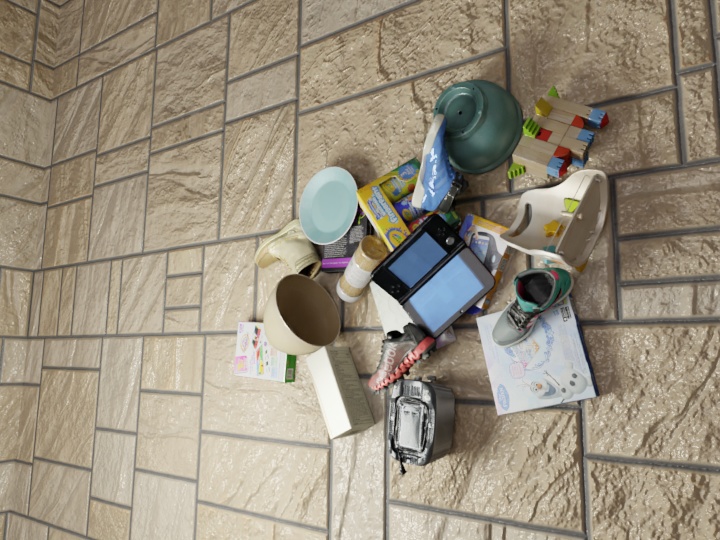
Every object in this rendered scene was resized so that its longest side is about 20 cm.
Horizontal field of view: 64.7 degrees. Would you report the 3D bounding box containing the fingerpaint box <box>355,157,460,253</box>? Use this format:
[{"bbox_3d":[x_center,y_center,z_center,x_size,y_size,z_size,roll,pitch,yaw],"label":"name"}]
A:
[{"bbox_3d":[0.108,-0.133,1.294,0.165,0.074,0.202,-29,63,-3],"label":"fingerpaint box"}]

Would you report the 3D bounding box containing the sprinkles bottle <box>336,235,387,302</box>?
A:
[{"bbox_3d":[0.000,0.000,1.336,0.069,0.067,0.201,67,152,23],"label":"sprinkles bottle"}]

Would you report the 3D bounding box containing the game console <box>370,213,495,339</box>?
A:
[{"bbox_3d":[0.150,0.017,1.197,0.200,0.172,0.119,-43,37,12],"label":"game console"}]

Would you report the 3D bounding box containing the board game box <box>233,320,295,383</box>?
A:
[{"bbox_3d":[-0.262,0.220,1.562,0.197,0.040,0.157,0,82,35],"label":"board game box"}]

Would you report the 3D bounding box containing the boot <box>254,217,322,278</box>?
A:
[{"bbox_3d":[-0.197,-0.025,1.536,0.198,0.072,0.158,-35,62,20],"label":"boot"}]

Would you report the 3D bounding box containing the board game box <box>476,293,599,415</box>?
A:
[{"bbox_3d":[0.348,0.168,1.134,0.196,0.043,0.205,-19,72,30],"label":"board game box"}]

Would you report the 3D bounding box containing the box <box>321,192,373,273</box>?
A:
[{"bbox_3d":[-0.031,-0.097,1.453,0.141,0.036,0.205,-2,82,36],"label":"box"}]

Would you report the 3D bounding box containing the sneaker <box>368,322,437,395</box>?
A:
[{"bbox_3d":[0.075,0.188,1.237,0.098,0.070,0.201,50,121,13],"label":"sneaker"}]

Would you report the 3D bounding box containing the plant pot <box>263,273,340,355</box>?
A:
[{"bbox_3d":[-0.166,0.130,1.423,0.134,0.198,0.203,-39,62,34],"label":"plant pot"}]

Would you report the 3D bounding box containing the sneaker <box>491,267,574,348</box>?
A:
[{"bbox_3d":[0.311,0.068,1.077,0.201,0.120,0.084,-49,57,17],"label":"sneaker"}]

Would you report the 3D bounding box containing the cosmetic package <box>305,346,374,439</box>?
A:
[{"bbox_3d":[-0.049,0.290,1.362,0.073,0.103,0.203,-33,64,26],"label":"cosmetic package"}]

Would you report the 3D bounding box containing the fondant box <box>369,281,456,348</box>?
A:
[{"bbox_3d":[0.117,0.092,1.303,0.143,0.058,0.204,-29,68,28],"label":"fondant box"}]

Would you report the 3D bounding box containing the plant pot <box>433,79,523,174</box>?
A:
[{"bbox_3d":[0.238,-0.327,1.237,0.197,0.133,0.205,-6,79,34],"label":"plant pot"}]

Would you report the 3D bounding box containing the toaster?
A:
[{"bbox_3d":[0.133,0.327,1.209,0.112,0.128,0.205,-1,82,35],"label":"toaster"}]

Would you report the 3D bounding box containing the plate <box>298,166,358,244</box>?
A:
[{"bbox_3d":[-0.079,-0.165,1.463,0.197,0.025,0.205,-7,78,36],"label":"plate"}]

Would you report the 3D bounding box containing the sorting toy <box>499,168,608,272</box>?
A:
[{"bbox_3d":[0.371,-0.094,1.119,0.178,0.107,0.202,17,68,45],"label":"sorting toy"}]

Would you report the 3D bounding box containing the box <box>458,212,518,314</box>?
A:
[{"bbox_3d":[0.249,-0.011,1.236,0.118,0.041,0.204,25,95,35],"label":"box"}]

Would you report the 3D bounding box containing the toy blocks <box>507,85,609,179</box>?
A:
[{"bbox_3d":[0.400,-0.256,1.131,0.135,0.100,0.202,27,79,30],"label":"toy blocks"}]

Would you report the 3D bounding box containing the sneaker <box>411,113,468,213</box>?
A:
[{"bbox_3d":[0.181,-0.217,1.191,0.109,0.077,0.204,16,115,8],"label":"sneaker"}]
